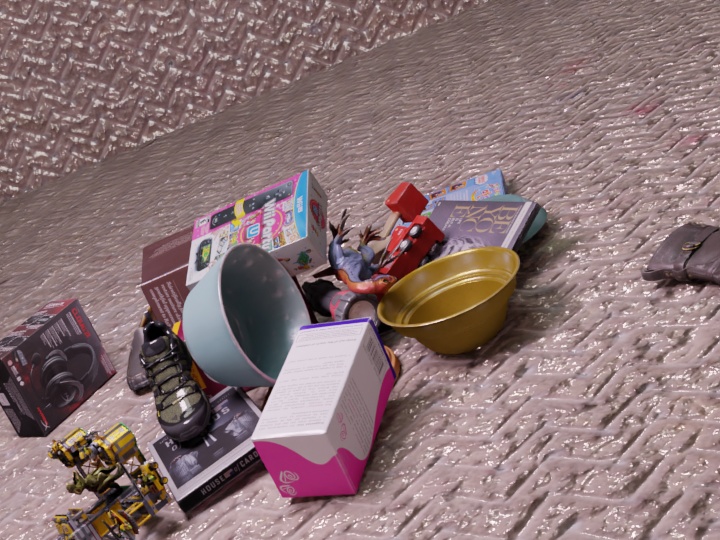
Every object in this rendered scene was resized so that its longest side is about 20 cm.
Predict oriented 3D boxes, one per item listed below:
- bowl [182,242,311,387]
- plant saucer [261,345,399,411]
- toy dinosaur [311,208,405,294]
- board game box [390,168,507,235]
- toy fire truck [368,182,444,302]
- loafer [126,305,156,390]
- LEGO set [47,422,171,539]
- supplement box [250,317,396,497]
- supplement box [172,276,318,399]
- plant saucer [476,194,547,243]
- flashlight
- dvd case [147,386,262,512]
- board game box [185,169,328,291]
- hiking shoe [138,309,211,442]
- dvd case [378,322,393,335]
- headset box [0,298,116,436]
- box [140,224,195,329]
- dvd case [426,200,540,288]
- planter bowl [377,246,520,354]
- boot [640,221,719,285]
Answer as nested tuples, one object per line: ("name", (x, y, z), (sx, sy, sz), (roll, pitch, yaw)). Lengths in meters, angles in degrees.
("bowl", (-0.161, 0.075, 1.610), (0.105, 0.201, 0.201), (-25, 18, 28))
("plant saucer", (-0.045, 0.148, 1.614), (0.199, 0.038, 0.200), (-21, 21, 8))
("toy dinosaur", (0.000, 0.000, 1.690), (0.104, 0.201, 0.182), (14, 38, -9))
("board game box", (0.148, -0.100, 2.009), (0.199, 0.037, 0.151), (-20, 21, 12))
("toy fire truck", (0.052, -0.037, 1.786), (0.200, 0.049, 0.141), (-54, 28, -13))
("loafer", (-0.347, 0.126, 1.949), (0.072, 0.073, 0.200), (-20, 21, 7))
("LEGO set", (-0.330, 0.272, 1.468), (0.116, 0.154, 0.200), (-39, 21, -34))
("supplement box", (-0.039, 0.161, 1.431), (0.103, 0.102, 0.200), (-8, 34, 23))
("supplement box", (-0.163, 0.103, 1.749), (0.199, 0.111, 0.086), (-22, 21, 6))
("plant saucer", (0.183, -0.067, 1.829), (0.199, 0.036, 0.200), (-21, 20, 8))
("flashlight", (-0.026, 0.052, 1.737), (0.068, 0.068, 0.200), (-9, 7, -16))
("dvd case", (-0.192, 0.224, 1.565), (0.150, 0.025, 0.200), (-35, 23, -10))
("board game box", (-0.146, -0.044, 1.733), (0.199, 0.064, 0.148), (-21, 41, 18))
("hiking shoe", (-0.260, 0.142, 1.602), (0.076, 0.101, 0.200), (-31, 41, 2))
("dvd case", (0.091, 0.030, 1.772), (0.199, 0.025, 0.150), (-20, 21, 9))
("headset box", (-0.498, 0.150, 1.948), (0.077, 0.149, 0.200), (-6, 26, 38))
("box", (-0.246, 0.028, 1.942), (0.164, 0.167, 0.200), (-23, 20, -1))
("dvd case", (0.151, -0.040, 1.740), (0.200, 0.016, 0.149), (6, 57, 49))
("planter bowl", (0.129, 0.053, 1.589), (0.200, 0.084, 0.201), (-22, 20, 8))
("boot", (0.460, -0.041, 1.477), (0.200, 0.069, 0.174), (-34, 23, -19))
